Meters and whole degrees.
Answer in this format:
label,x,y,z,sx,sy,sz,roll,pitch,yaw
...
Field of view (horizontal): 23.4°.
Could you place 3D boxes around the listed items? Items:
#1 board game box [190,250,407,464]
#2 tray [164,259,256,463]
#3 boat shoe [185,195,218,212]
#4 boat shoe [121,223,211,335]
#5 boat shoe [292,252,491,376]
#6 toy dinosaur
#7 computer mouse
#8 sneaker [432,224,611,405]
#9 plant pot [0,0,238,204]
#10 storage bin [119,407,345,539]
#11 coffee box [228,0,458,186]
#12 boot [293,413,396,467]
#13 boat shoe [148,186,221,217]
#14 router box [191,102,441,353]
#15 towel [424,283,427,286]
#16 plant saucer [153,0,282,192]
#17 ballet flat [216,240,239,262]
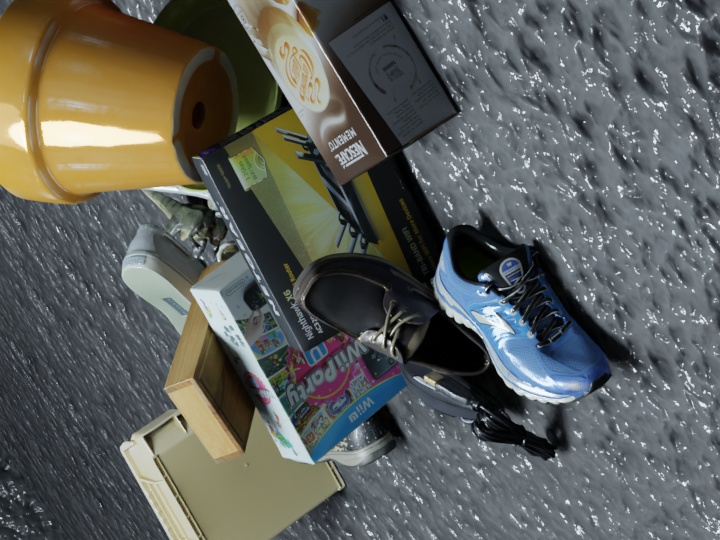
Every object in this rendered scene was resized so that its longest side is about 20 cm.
label,x,y,z,sx,sy,sz,roll,pitch,yaw
board game box,-0.054,0.063,1.694,0.064,0.147,0.201,2,125,56
tray,-0.135,0.086,1.712,0.037,0.200,0.099,-21,119,20
boat shoe,-0.197,-0.131,1.884,0.072,0.071,0.201,32,147,43
boat shoe,-0.173,0.019,1.811,0.070,0.072,0.201,-5,147,31
boat shoe,0.037,0.041,1.526,0.075,0.199,0.073,-66,28,14
toy dinosaur,-0.194,-0.039,1.890,0.200,0.047,0.089,24,109,49
computer mouse,0.081,0.116,1.608,0.200,0.046,0.140,38,-175,36
sneaker,0.130,0.033,1.456,0.200,0.078,0.089,41,154,32
plant pot,-0.220,-0.154,1.603,0.183,0.200,0.201,9,133,23
storage bin,-0.155,0.233,2.090,0.199,0.200,0.094,62,154,-10
coffee box,-0.019,-0.186,1.468,0.200,0.080,0.114,58,156,-3
boot,-0.051,0.136,1.938,0.203,0.073,0.154,-1,116,58
boat shoe,-0.169,-0.088,1.788,0.201,0.065,0.074,17,-172,-1
router box,-0.036,-0.051,1.563,0.201,0.157,0.052,62,168,-13
towel,0.000,0.000,1.722,0.147,0.030,0.200,61,156,-10
plant saucer,-0.140,-0.174,1.669,0.199,0.031,0.201,-1,88,41
ballet flat,-0.109,-0.002,1.828,0.070,0.069,0.200,64,169,-15
